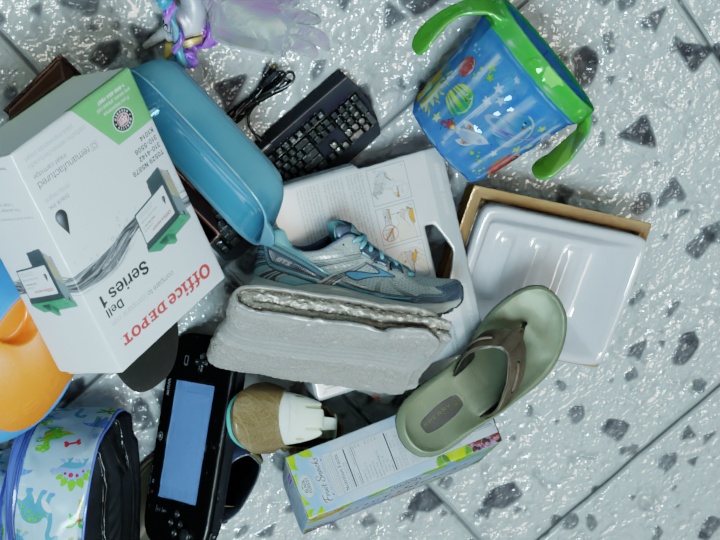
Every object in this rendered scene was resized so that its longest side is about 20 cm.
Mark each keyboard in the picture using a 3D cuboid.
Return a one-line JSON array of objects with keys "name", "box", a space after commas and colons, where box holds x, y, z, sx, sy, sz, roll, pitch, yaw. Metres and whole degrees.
[{"name": "keyboard", "box": [-0.083, -0.109, 1.446, 0.200, 0.021, 0.127, -41, 119, 3]}]

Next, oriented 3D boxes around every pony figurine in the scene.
[{"name": "pony figurine", "box": [-0.108, -0.260, 1.312, 0.191, 0.167, 0.202, 3, 121, 17]}]

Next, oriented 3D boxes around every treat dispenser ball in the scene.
[{"name": "treat dispenser ball", "box": [-0.334, 0.050, 1.335, 0.198, 0.201, 0.203, -7, 116, -14]}]

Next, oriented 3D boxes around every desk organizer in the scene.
[{"name": "desk organizer", "box": [-0.213, -0.086, 1.371, 0.072, 0.077, 0.200, -43, 113, 5]}]

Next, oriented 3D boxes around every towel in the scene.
[{"name": "towel", "box": [-0.029, 0.064, 1.377, 0.198, 0.035, 0.133, 8, 150, -14]}]

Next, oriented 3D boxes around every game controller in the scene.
[{"name": "game controller", "box": [-0.156, 0.160, 1.468, 0.042, 0.104, 0.202, 15, 83, -49]}]

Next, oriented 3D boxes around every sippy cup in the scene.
[{"name": "sippy cup", "box": [0.122, -0.156, 1.434, 0.130, 0.140, 0.178, -39, 88, 14]}]

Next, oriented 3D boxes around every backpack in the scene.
[{"name": "backpack", "box": [-0.282, 0.227, 1.446, 0.145, 0.183, 0.202, 6, 103, 2]}]

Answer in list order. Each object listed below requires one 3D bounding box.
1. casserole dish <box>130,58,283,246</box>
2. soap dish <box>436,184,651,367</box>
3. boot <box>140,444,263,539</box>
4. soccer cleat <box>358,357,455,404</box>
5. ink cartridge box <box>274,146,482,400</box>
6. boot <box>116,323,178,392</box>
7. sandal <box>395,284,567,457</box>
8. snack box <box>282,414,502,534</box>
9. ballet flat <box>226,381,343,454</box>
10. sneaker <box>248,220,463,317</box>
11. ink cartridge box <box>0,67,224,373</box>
[{"name": "casserole dish", "box": [-0.131, -0.106, 1.354, 0.039, 0.121, 0.200, -42, 83, -18]}, {"name": "soap dish", "box": [0.168, 0.002, 1.541, 0.198, 0.081, 0.159, 11, 110, -21]}, {"name": "boot", "box": [-0.168, 0.216, 1.522, 0.074, 0.097, 0.200, 35, 99, -27]}, {"name": "soccer cleat", "box": [0.002, 0.093, 1.534, 0.198, 0.069, 0.079, -2, 97, -20]}, {"name": "ink cartridge box", "box": [0.011, -0.001, 1.466, 0.172, 0.044, 0.202, -16, 99, -14]}, {"name": "boot", "box": [-0.224, 0.028, 1.444, 0.073, 0.075, 0.201, -37, 136, -21]}, {"name": "sandal", "box": [0.118, 0.096, 1.440, 0.201, 0.057, 0.080, -44, 88, -14]}, {"name": "snack box", "box": [0.026, 0.184, 1.529, 0.198, 0.169, 0.068, -22, 78, -10]}, {"name": "ballet flat", "box": [-0.061, 0.143, 1.481, 0.071, 0.200, 0.069, -1, 77, 16]}, {"name": "sneaker", "box": [0.000, 0.000, 1.403, 0.198, 0.078, 0.087, 3, 91, -15]}, {"name": "ink cartridge box", "box": [-0.213, -0.038, 1.264, 0.146, 0.084, 0.201, -45, 121, -40]}]
